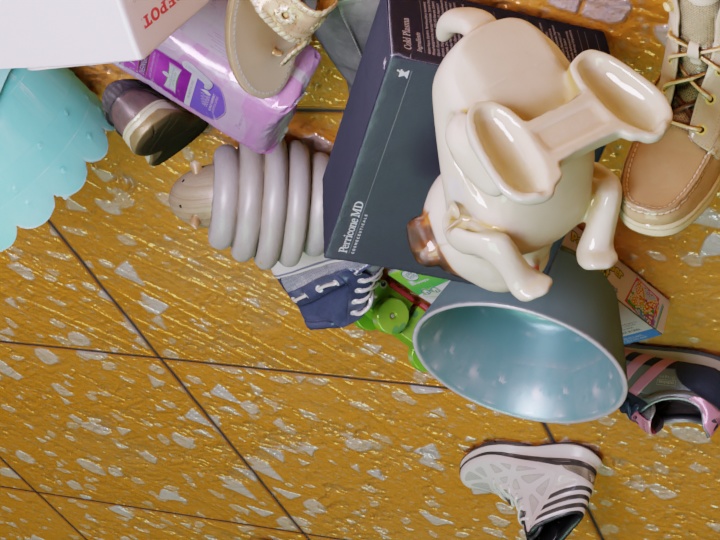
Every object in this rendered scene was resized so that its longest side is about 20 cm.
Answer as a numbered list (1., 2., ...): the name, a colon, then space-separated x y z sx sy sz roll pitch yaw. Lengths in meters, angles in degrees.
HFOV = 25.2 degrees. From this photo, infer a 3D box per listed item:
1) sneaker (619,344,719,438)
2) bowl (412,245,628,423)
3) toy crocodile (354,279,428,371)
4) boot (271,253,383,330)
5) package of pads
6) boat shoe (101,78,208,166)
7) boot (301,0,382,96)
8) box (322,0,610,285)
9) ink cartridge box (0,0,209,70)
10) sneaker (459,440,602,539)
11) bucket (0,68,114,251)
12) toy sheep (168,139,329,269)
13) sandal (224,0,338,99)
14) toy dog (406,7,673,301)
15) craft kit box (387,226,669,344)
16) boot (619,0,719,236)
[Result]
1. sneaker: 0.277 0.123 1.635 0.199 0.082 0.070 1 146 31
2. bowl: 0.156 0.044 1.468 0.200 0.105 0.201 15 151 9
3. toy crocodile: 0.054 0.056 1.687 0.200 0.062 0.067 36 167 -17
4. boot: 0.000 0.000 1.578 0.199 0.073 0.091 -14 111 48
5. package of pads: -0.135 -0.186 1.338 0.199 0.076 0.121 32 158 -3
6. boat shoe: -0.187 -0.141 1.450 0.066 0.072 0.201 50 -177 1
7. boot: 0.042 -0.172 1.308 0.181 0.073 0.201 7 142 19
8. box: 0.080 -0.098 1.255 0.181 0.104 0.201 11 129 -12
9. ink cartridge box: -0.207 -0.264 1.141 0.145 0.147 0.201 1 123 29
10. sneaker: 0.186 0.267 1.903 0.200 0.116 0.076 -11 139 43
11. bucket: -0.339 -0.128 1.474 0.206 0.208 0.135 -10 132 42
12. toy sheep: -0.079 -0.063 1.499 0.199 0.139 0.138 0 152 -8
13. sandal: -0.050 -0.212 1.193 0.069 0.077 0.213 28 129 34
14. toy dog: 0.094 -0.063 1.117 0.194 0.139 0.200 43 151 20
15. craft kit box: 0.162 0.016 1.567 0.197 0.049 0.200 33 148 -28
16. boot: 0.228 -0.138 1.103 0.072 0.200 0.156 21 153 24
